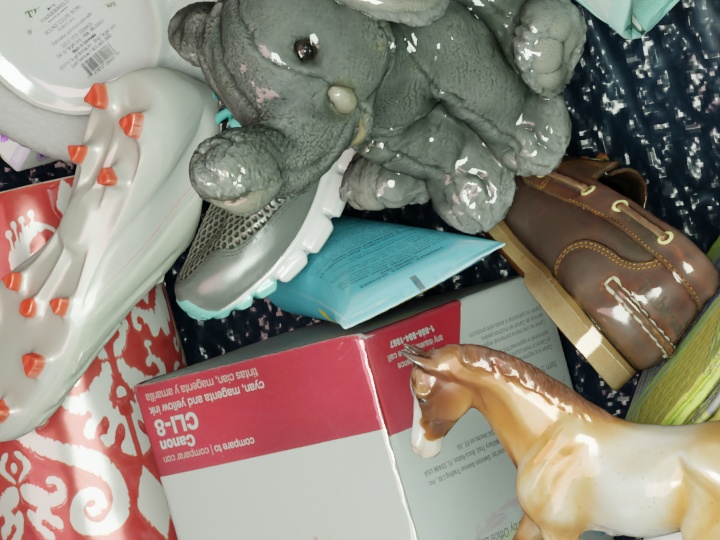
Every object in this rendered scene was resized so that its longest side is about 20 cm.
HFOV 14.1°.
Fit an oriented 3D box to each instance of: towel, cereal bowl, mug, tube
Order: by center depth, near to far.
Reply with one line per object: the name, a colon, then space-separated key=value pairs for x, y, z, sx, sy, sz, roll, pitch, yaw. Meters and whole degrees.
towel: x=0.153 y=0.016 z=1.183 sx=0.023 sy=0.200 sz=0.144 roll=33 pitch=119 yaw=-2
tube: x=0.000 y=0.000 z=1.303 sx=0.050 sy=0.077 sz=0.200 roll=60 pitch=168 yaw=-10
cereal bowl: x=-0.126 y=-0.133 z=1.365 sx=0.200 sy=0.083 sz=0.200 roll=6 pitch=118 yaw=11
mug: x=-0.161 y=0.060 z=1.455 sx=0.177 sy=0.133 sz=0.200 roll=-12 pitch=92 yaw=36

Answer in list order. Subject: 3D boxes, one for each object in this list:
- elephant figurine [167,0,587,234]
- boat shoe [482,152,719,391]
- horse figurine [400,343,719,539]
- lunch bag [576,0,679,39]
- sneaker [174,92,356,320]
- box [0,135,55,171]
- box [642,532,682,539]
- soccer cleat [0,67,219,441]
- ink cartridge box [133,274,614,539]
elephant figurine: x=-0.012 y=-0.095 z=1.186 sx=0.155 sy=0.200 sz=0.142 roll=24 pitch=99 yaw=46
boat shoe: x=0.097 y=-0.014 z=1.251 sx=0.070 sy=0.070 sz=0.200 roll=-44 pitch=29 yaw=4
horse figurine: x=0.111 y=0.098 z=1.092 sx=0.200 sy=0.050 sz=0.133 roll=9 pitch=110 yaw=27
lunch bag: x=0.110 y=-0.217 z=1.199 sx=0.170 sy=0.122 sz=0.200 roll=44 pitch=117 yaw=19
sneaker: x=-0.039 y=-0.073 z=1.307 sx=0.200 sy=0.091 sz=0.078 roll=-60 pitch=23 yaw=-12
box: x=-0.129 y=-0.137 z=1.441 sx=0.039 sy=0.041 sz=0.200 roll=44 pitch=122 yaw=19
box: x=0.213 y=0.160 z=1.180 sx=0.200 sy=0.171 sz=0.199 roll=46 pitch=123 yaw=17
soccer cleat: x=-0.119 y=-0.002 z=1.347 sx=0.069 sy=0.078 sz=0.200 roll=44 pitch=115 yaw=36
ink cartridge box: x=0.017 y=0.121 z=1.330 sx=0.145 sy=0.145 sz=0.200 roll=-14 pitch=92 yaw=38
